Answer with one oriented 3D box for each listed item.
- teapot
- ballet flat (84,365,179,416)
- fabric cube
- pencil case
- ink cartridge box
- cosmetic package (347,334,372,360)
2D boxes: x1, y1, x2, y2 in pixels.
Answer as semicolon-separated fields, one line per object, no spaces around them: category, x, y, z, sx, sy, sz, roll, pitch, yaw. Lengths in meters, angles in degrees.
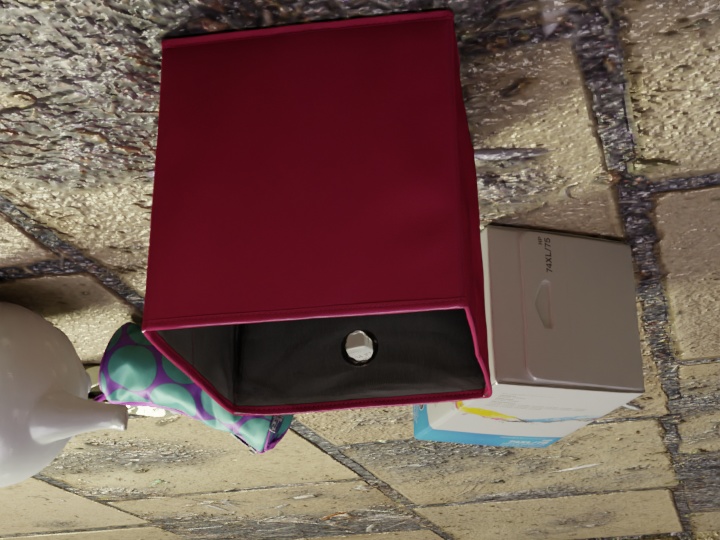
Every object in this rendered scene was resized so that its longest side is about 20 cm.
teapot;-0.342;0.118;1.185;0.146;0.200;0.197;-5;151;-41
ballet flat;-0.255;0.132;1.356;0.199;0.068;0.062;-8;147;17
fabric cube;-0.020;-0.028;0.796;0.195;0.200;0.200;-5;157;9
pencil case;-0.168;0.123;1.232;0.199;0.093;0.085;18;172;5
ink cartridge box;0.148;0.068;1.106;0.146;0.147;0.200;6;157;-16
cosmetic package;-0.056;0.091;1.278;0.199;0.051;0.082;-15;155;31
